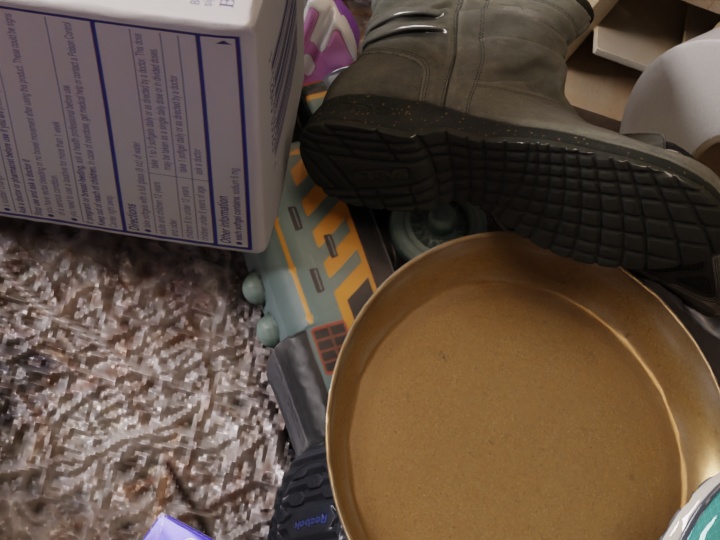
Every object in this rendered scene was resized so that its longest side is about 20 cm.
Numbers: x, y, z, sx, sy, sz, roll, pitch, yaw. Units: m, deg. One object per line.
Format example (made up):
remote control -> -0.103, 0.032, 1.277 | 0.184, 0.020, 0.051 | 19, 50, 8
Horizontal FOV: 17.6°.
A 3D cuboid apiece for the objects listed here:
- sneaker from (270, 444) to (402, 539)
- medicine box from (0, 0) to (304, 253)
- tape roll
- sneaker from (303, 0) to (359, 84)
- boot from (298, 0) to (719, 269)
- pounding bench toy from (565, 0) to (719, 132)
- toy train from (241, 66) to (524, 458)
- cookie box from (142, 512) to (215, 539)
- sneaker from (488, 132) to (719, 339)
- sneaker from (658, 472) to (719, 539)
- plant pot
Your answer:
sneaker -> -0.004, 0.178, 1.005 | 0.078, 0.066, 0.201 | 25, 65, -39
medicine box -> -0.129, -0.106, 0.989 | 0.198, 0.183, 0.104 | 9, 62, 4
tape roll -> 0.199, -0.018, 1.092 | 0.037, 0.203, 0.204 | -24, 77, -29
sneaker -> -0.081, -0.164, 1.131 | 0.200, 0.081, 0.089 | 34, 39, -8
boot -> 0.080, -0.080, 1.028 | 0.199, 0.068, 0.131 | 14, 51, 18
pounding bench toy -> 0.183, -0.185, 1.189 | 0.123, 0.156, 0.201 | 17, 61, -12
toy train -> 0.000, 0.000, 1.081 | 0.113, 0.085, 0.201 | -15, 72, -16
cookie box -> -0.062, 0.221, 0.892 | 0.170, 0.075, 0.200 | 24, 66, 30
sneaker -> 0.120, -0.035, 1.082 | 0.067, 0.200, 0.091 | -51, 135, -10
sneaker -> 0.155, 0.181, 0.960 | 0.077, 0.080, 0.201 | 20, 75, -25
plant pot -> 0.073, 0.082, 1.010 | 0.199, 0.027, 0.202 | 7, 71, -21
